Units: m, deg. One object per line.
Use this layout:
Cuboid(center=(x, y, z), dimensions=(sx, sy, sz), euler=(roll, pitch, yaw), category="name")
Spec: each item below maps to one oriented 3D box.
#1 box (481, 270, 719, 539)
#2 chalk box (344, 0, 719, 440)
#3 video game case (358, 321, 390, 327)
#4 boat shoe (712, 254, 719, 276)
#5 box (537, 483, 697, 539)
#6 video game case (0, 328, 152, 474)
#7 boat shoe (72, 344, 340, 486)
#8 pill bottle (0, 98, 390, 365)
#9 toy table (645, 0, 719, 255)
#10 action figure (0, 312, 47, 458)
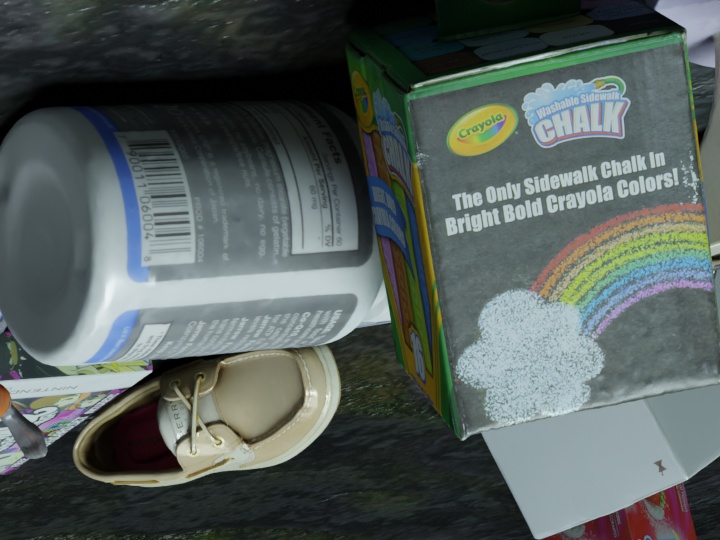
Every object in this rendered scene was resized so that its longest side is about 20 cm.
Cuboid(center=(0.178, 0.064, 1.786), dimensions=(0.124, 0.098, 0.200), euler=(-27, -179, 42), category="box")
Cuboid(center=(0.070, -0.051, 1.272), dimensions=(0.124, 0.201, 0.124), euler=(-11, -163, -10), category="chalk box")
Cuboid(center=(0.000, 0.000, 1.653), dimensions=(0.199, 0.023, 0.182), euler=(-8, 164, -20), category="video game case")
Cuboid(center=(0.161, -0.005, 1.650), dimensions=(0.200, 0.074, 0.074), euler=(-28, 178, 43), category="boat shoe")
Cuboid(center=(0.218, 0.257, 2.442), dimensions=(0.095, 0.201, 0.099), euler=(-22, 163, 36), category="box")
Cuboid(center=(-0.240, 0.079, 1.694), dimensions=(0.180, 0.036, 0.200), euler=(-2, 161, -33), category="video game case")
Cuboid(center=(-0.096, 0.091, 1.798), dimensions=(0.069, 0.074, 0.200), euler=(-6, 165, -47), category="boat shoe")
Cuboid(center=(-0.058, -0.020, 1.353), dimensions=(0.199, 0.114, 0.114), euler=(-3, 162, -34), category="pill bottle")
Cuboid(center=(0.206, -0.084, 1.356), dimensions=(0.183, 0.118, 0.200), euler=(-23, 164, 30), category="toy table")
Cuboid(center=(-0.222, 0.043, 1.464), dimensions=(0.193, 0.105, 0.200), euler=(13, 125, -51), category="action figure")
